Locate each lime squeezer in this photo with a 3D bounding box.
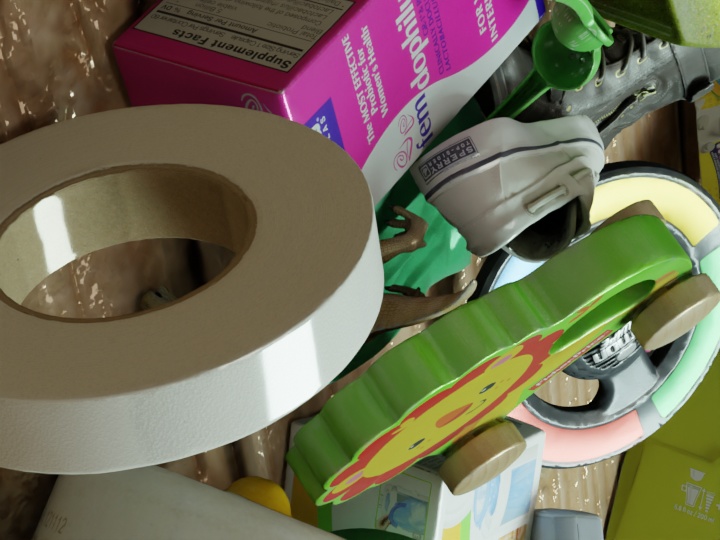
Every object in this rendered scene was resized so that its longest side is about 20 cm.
[{"bbox_3d":[0.091,-0.110,0.978,0.070,0.038,0.200,-18,165,-16],"label":"lime squeezer"}]

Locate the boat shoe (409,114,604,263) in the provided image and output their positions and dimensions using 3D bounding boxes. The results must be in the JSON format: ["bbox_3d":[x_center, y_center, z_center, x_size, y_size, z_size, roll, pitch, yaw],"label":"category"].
[{"bbox_3d":[0.088,-0.038,1.021,0.066,0.072,0.200,62,16,8],"label":"boat shoe"}]

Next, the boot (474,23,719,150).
[{"bbox_3d":[0.147,-0.129,1.124,0.174,0.069,0.200,-31,157,9],"label":"boot"}]

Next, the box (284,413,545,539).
[{"bbox_3d":[0.022,0.180,1.125,0.112,0.101,0.201,-16,117,-53],"label":"box"}]

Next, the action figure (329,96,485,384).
[{"bbox_3d":[0.000,0.000,1.054,0.200,0.054,0.119,-46,141,-42],"label":"action figure"}]

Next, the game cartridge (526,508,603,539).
[{"bbox_3d":[0.096,0.214,1.187,0.200,0.041,0.134,126,-33,-63],"label":"game cartridge"}]

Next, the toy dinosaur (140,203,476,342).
[{"bbox_3d":[-0.004,0.017,0.918,0.101,0.199,0.059,-41,118,-47],"label":"toy dinosaur"}]

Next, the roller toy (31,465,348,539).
[{"bbox_3d":[-0.066,0.161,0.908,0.200,0.182,0.140,34,75,-56],"label":"roller toy"}]

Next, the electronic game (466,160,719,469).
[{"bbox_3d":[0.146,0.029,1.216,0.199,0.042,0.201,-14,120,-26],"label":"electronic game"}]

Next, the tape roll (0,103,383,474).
[{"bbox_3d":[-0.091,0.001,0.780,0.203,0.202,0.037,-43,137,-38],"label":"tape roll"}]

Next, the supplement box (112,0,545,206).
[{"bbox_3d":[-0.009,-0.114,0.945,0.200,0.103,0.102,-48,142,-31],"label":"supplement box"}]

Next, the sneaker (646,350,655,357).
[{"bbox_3d":[0.177,0.024,1.304,0.199,0.087,0.074,5,100,-57],"label":"sneaker"}]

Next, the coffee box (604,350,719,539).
[{"bbox_3d":[0.320,0.157,1.478,0.197,0.199,0.201,2,103,-56],"label":"coffee box"}]

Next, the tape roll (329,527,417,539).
[{"bbox_3d":[0.006,0.235,1.035,0.048,0.200,0.202,-21,121,-53],"label":"tape roll"}]

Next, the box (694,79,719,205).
[{"bbox_3d":[0.266,-0.045,1.369,0.117,0.048,0.201,43,43,-55],"label":"box"}]

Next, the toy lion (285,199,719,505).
[{"bbox_3d":[0.062,0.042,0.948,0.200,0.069,0.192,-38,165,12],"label":"toy lion"}]

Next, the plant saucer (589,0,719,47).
[{"bbox_3d":[0.101,-0.191,0.992,0.048,0.199,0.200,-51,143,-16],"label":"plant saucer"}]
